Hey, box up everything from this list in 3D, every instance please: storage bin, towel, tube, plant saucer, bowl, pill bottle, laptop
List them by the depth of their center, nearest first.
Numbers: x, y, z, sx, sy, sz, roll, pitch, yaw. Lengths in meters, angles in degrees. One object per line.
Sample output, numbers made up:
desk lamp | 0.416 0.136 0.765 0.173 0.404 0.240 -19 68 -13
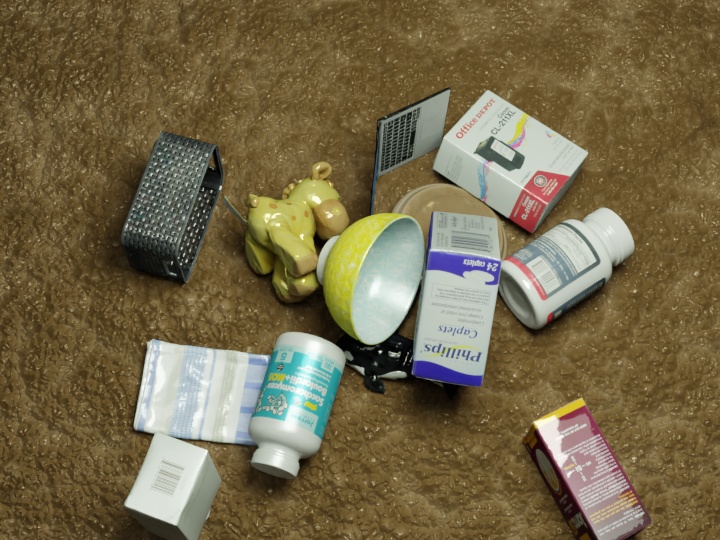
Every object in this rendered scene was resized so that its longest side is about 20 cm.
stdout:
pill bottle | -0.098 0.200 1.652 0.110 0.111 0.201 15 69 5
bowl | 0.000 0.000 1.665 0.107 0.200 0.200 20 68 28
towel | -0.238 0.185 1.703 0.199 0.024 0.147 7 69 2
pill bottle | 0.319 -0.009 1.739 0.200 0.120 0.120 -32 72 -13
storage bin | -0.292 -0.099 1.753 0.093 0.135 0.201 14 69 4
laptop | 0.074 -0.158 1.757 0.200 0.187 0.116 -27 72 -11
tube | 0.054 -0.012 1.778 0.200 0.050 0.078 -33 83 -18
plant saucer | 0.142 -0.056 1.782 0.199 0.029 0.201 6 62 -12

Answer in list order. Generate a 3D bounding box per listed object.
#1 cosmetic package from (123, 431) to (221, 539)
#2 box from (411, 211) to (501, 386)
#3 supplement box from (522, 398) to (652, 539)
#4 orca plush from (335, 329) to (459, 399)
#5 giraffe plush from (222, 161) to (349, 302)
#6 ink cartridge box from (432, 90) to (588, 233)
cosmetic package | -0.256 0.309 1.558 0.081 0.200 0.113 19 67 5
box | 0.139 0.037 1.639 0.105 0.184 0.201 7 111 3
supplement box | 0.324 0.301 1.619 0.085 0.110 0.200 -24 70 -10
orca plush | 0.057 0.137 1.700 0.200 0.071 0.105 31 71 11
giraffe plush | -0.091 -0.074 1.742 0.162 0.173 0.200 -34 90 -26
ink cartridge box | 0.240 -0.178 1.808 0.200 0.083 0.146 34 57 12
